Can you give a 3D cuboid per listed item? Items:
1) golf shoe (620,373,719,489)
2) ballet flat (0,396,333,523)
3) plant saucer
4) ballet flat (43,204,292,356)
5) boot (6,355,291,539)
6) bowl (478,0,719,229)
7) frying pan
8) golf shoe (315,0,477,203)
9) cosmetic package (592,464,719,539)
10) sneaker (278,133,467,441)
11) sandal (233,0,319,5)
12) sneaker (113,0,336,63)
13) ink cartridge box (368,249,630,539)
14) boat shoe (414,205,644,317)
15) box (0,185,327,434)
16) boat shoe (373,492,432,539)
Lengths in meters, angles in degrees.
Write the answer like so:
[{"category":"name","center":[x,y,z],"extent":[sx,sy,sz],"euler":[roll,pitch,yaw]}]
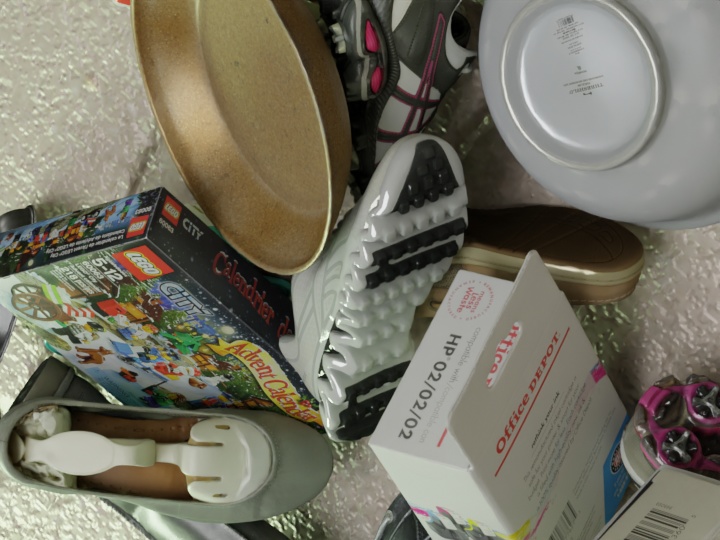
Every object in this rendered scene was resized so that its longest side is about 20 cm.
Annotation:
[{"category":"golf shoe","center":[0.227,0.136,1.582],"extent":[0.200,0.073,0.092],"euler":[39,156,12]},{"category":"ballet flat","center":[-0.114,0.110,1.702],"extent":[0.199,0.064,0.068],"euler":[5,87,-3]},{"category":"plant saucer","center":[-0.058,-0.097,1.596],"extent":[0.200,0.035,0.201],"euler":[42,145,39]},{"category":"ballet flat","center":[-0.116,-0.003,1.766],"extent":[0.199,0.067,0.071],"euler":[-17,57,39]},{"category":"boot","center":[-0.128,0.135,1.815],"extent":[0.199,0.182,0.073],"euler":[33,83,-7]},{"category":"bowl","center":[0.135,-0.108,1.540],"extent":[0.200,0.090,0.202],"euler":[12,112,31]},{"category":"frying pan","center":[-0.231,0.049,1.817],"extent":[0.115,0.031,0.191],"euler":[146,137,-67]},{"category":"golf shoe","center":[0.023,-0.099,1.613],"extent":[0.200,0.088,0.077],"euler":[91,159,-60]},{"category":"cosmetic package","center":[0.190,0.210,1.544],"extent":[0.071,0.105,0.200],"euler":[16,144,52]},{"category":"sneaker","center":[0.000,0.000,1.612],"extent":[0.081,0.075,0.201],"euler":[48,137,32]},{"category":"sandal","center":[0.026,-0.175,1.609],"extent":[0.211,0.078,0.070],"euler":[-26,129,24]},{"category":"sneaker","center":[-0.092,-0.155,1.680],"extent":[0.199,0.093,0.071],"euler":[36,123,21]},{"category":"ink cartridge box","center":[0.074,0.082,1.569],"extent":[0.068,0.115,0.200],"euler":[12,151,32]},{"category":"boat shoe","center":[0.077,0.004,1.636],"extent":[0.199,0.071,0.065],"euler":[7,115,44]},{"category":"box","center":[-0.106,0.035,1.715],"extent":[0.136,0.038,0.200],"euler":[-14,138,38]},{"category":"boat shoe","center":[0.014,0.206,1.739],"extent":[0.068,0.073,0.200],"euler":[48,141,29]}]
